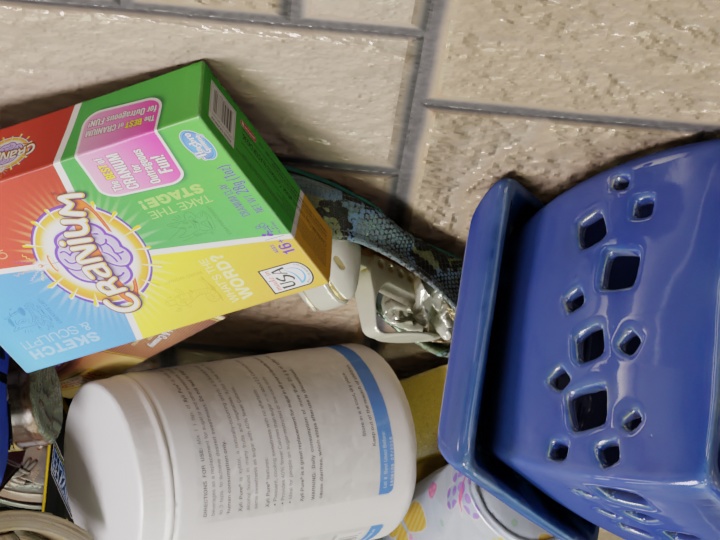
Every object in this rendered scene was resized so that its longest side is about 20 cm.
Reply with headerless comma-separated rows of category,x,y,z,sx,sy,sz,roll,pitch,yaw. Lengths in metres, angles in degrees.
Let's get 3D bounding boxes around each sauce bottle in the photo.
sauce bottle,-0.287,0.090,1.604,0.199,0.065,0.065,-7,156,13

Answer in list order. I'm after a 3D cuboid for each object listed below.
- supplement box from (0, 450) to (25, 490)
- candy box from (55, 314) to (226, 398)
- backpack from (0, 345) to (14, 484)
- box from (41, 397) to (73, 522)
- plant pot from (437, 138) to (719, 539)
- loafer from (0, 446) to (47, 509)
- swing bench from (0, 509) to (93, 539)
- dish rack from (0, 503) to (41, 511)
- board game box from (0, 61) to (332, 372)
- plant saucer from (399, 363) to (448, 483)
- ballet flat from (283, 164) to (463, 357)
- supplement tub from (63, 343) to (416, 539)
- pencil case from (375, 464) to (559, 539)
supplement box,-0.307,0.125,1.748,0.110,0.086,0.200,26,137,-16
candy box,-0.178,0.018,1.586,0.116,0.057,0.200,18,155,-30
backpack,-0.289,0.047,1.492,0.167,0.201,0.163,-3,172,6
box,-0.163,0.201,1.761,0.049,0.200,0.160,-9,134,-25
plant pot,0.159,0.056,1.442,0.179,0.201,0.200,-2,158,30
loafer,-0.263,0.123,1.843,0.199,0.072,0.063,11,152,-9
swing bench,-0.251,0.232,1.639,0.130,0.201,0.198,-34,-161,-37
dish rack,-0.250,0.192,2.024,0.152,0.055,0.200,-4,156,22
board game box,-0.137,-0.025,1.408,0.199,0.041,0.153,-17,137,21
plant saucer,0.098,0.123,1.768,0.199,0.049,0.200,-21,147,37
ballet flat,0.000,0.000,1.494,0.199,0.075,0.074,24,150,-39
supplement tub,-0.076,0.121,1.651,0.199,0.133,0.132,-6,164,-28
pencil case,0.069,0.175,1.726,0.090,0.084,0.200,6,155,-24
